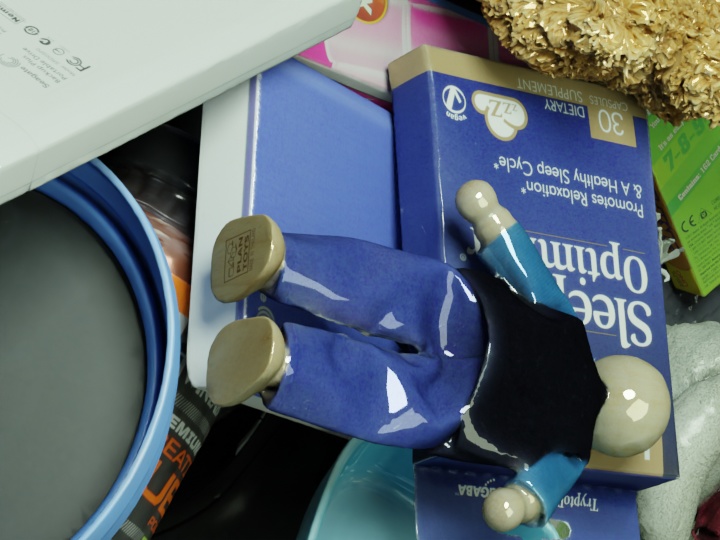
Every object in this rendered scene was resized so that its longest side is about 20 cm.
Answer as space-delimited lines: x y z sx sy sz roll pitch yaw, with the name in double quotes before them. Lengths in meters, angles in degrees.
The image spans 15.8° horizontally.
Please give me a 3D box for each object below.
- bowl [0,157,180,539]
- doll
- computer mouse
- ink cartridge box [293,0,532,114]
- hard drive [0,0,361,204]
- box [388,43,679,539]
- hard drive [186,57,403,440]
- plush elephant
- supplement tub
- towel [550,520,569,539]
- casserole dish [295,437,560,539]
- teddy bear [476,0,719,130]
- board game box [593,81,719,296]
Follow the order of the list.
"bowl" -0.161 0.037 0.934 0.201 0.200 0.039 -53 161 -13
"doll" 0.039 0.030 0.962 0.199 0.048 0.137 17 61 -32
"computer mouse" -0.025 0.051 1.100 0.200 0.046 0.141 -38 119 -22
"ink cartridge box" -0.007 -0.118 1.068 0.199 0.037 0.095 18 69 -33
"hard drive" -0.108 -0.098 0.926 0.200 0.132 0.027 -32 151 -46
"box" 0.071 0.016 1.045 0.121 0.032 0.201 9 71 -36
"hard drive" 0.000 0.000 1.038 0.200 0.025 0.133 24 65 -56
"plush elephant" 0.189 0.064 1.155 0.165 0.154 0.201 -28 113 -64
"supplement tub" -0.107 0.043 1.002 0.107 0.107 0.201 38 73 -33
"towel" 0.091 0.101 1.150 0.149 0.030 0.201 -40 128 -65
"casserole dish" 0.013 0.153 0.995 0.121 0.039 0.201 33 55 -22
"teddy bear" 0.128 -0.108 1.082 0.199 0.145 0.067 24 120 -36
"board game box" 0.151 -0.097 1.198 0.095 0.030 0.201 -37 120 -23
